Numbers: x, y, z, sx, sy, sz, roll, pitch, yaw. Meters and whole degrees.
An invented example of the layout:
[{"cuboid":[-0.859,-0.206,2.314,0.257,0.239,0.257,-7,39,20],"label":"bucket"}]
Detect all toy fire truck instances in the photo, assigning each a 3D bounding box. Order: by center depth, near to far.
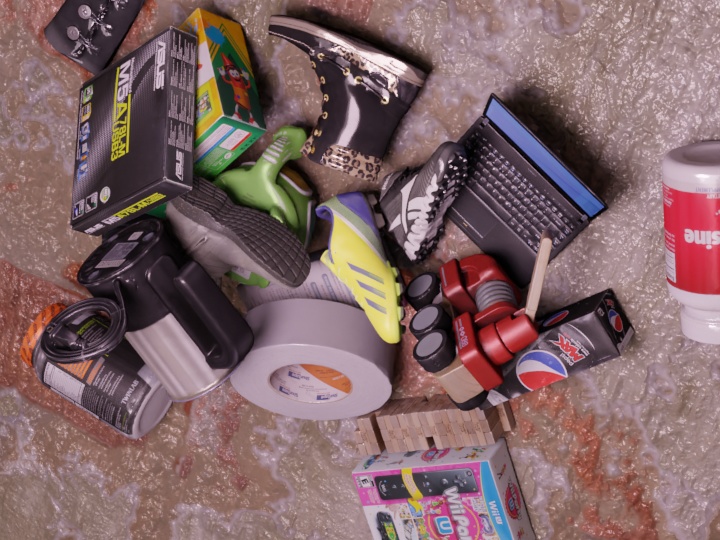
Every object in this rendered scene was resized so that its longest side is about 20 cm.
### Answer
[{"cuboid":[0.153,0.032,1.619,0.200,0.176,0.129,-31,120,16],"label":"toy fire truck"}]

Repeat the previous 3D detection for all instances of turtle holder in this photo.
[{"cuboid":[-0.122,-0.081,1.737,0.141,0.132,0.186,0,110,28],"label":"turtle holder"}]

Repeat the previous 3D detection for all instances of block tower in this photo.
[{"cuboid":[0.088,0.191,1.790,0.200,0.058,0.054,-10,107,29],"label":"block tower"}]

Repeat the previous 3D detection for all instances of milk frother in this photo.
[{"cuboid":[-0.244,0.078,1.619,0.188,0.200,0.180,56,163,-25],"label":"milk frother"}]

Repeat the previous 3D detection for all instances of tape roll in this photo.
[{"cuboid":[-0.059,0.112,1.760,0.200,0.066,0.200,5,148,3],"label":"tape roll"}]

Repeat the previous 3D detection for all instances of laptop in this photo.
[{"cuboid":[0.166,-0.084,1.605,0.177,0.103,0.200,45,123,4],"label":"laptop"}]

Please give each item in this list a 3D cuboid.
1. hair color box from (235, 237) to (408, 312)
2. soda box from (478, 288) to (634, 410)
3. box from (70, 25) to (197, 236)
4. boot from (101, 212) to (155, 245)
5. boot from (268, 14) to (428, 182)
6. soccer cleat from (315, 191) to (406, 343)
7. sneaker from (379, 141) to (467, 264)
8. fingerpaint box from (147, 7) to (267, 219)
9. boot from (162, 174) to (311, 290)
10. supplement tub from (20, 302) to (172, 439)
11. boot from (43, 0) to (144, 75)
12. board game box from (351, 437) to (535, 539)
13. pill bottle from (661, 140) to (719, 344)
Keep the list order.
[{"cuboid":[-0.047,0.029,1.788,0.200,0.061,0.099,-17,103,32],"label":"hair color box"},{"cuboid":[0.214,0.094,1.675,0.200,0.071,0.063,-26,101,33],"label":"soda box"},{"cuboid":[-0.267,-0.160,1.683,0.193,0.048,0.200,-22,60,45],"label":"box"},{"cuboid":[-0.297,-0.022,1.809,0.073,0.198,0.162,0,147,-14],"label":"boot"},{"cuboid":[-0.035,-0.203,1.659,0.200,0.073,0.151,23,103,9],"label":"boot"},{"cuboid":[0.000,0.000,1.659,0.084,0.065,0.200,-14,64,-5],"label":"soccer cleat"},{"cuboid":[0.063,-0.091,1.650,0.090,0.066,0.200,40,149,15],"label":"sneaker"},{"cuboid":[-0.214,-0.187,1.727,0.200,0.073,0.167,-38,53,33],"label":"fingerpaint box"},{"cuboid":[-0.154,-0.015,1.676,0.200,0.068,0.131,35,134,11],"label":"boot"},{"cuboid":[-0.356,0.133,1.953,0.200,0.123,0.123,30,121,14],"label":"supplement tub"},{"cuboid":[-0.339,-0.364,1.774,0.165,0.066,0.200,44,128,6],"label":"boot"},{"cuboid":[0.106,0.300,1.824,0.200,0.064,0.148,-11,106,29],"label":"board game box"},{"cuboid":[0.380,-0.029,1.515,0.112,0.112,0.200,3,112,26],"label":"pill bottle"}]
